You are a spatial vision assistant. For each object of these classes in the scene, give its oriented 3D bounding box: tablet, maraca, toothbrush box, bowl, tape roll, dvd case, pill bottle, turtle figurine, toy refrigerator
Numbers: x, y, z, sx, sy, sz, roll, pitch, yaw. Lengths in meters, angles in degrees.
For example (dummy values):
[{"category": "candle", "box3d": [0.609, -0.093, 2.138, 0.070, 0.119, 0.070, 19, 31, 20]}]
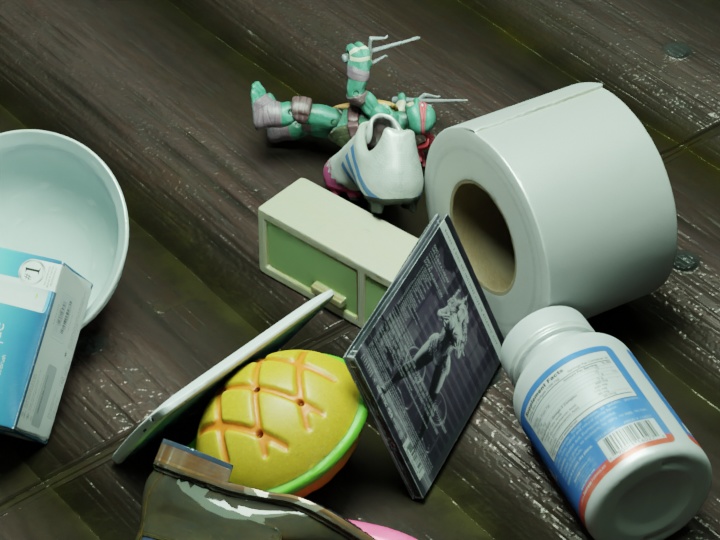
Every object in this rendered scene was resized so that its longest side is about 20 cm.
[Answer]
[{"category": "tablet", "box3d": [-0.114, 0.087, 1.671, 0.200, 0.130, 0.014, -36, 86, -35]}, {"category": "maraca", "box3d": [-0.082, 0.140, 1.619, 0.200, 0.107, 0.137, -37, 40, -11]}, {"category": "toothbrush box", "box3d": [-0.345, 0.049, 1.685, 0.200, 0.085, 0.147, 13, 79, 15]}, {"category": "bowl", "box3d": [-0.289, -0.017, 1.780, 0.201, 0.090, 0.202, -2, 77, 10]}, {"category": "tape roll", "box3d": [0.165, -0.050, 1.771, 0.139, 0.203, 0.203, -21, 45, -22]}, {"category": "dvd case", "box3d": [0.057, 0.069, 1.675, 0.016, 0.149, 0.200, -6, 33, 34]}, {"category": "pill bottle", "box3d": [0.192, 0.121, 1.635, 0.112, 0.112, 0.200, -13, 42, -16]}, {"category": "turtle figurine", "box3d": [0.000, -0.159, 1.961, 0.200, 0.150, 0.101, -4, 64, 9]}, {"category": "toy refrigerator", "box3d": [0.000, 0.000, 1.805, 0.200, 0.076, 0.070, 29, 48, 29]}]

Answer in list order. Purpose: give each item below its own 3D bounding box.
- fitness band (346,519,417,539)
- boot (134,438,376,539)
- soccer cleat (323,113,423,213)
[{"category": "fitness band", "box3d": [-0.023, 0.253, 1.534, 0.200, 0.037, 0.144, 8, 41, 10]}, {"category": "boot", "box3d": [-0.077, 0.210, 1.525, 0.200, 0.075, 0.097, 24, 81, 3]}, {"category": "soccer cleat", "box3d": [0.016, -0.105, 1.870, 0.070, 0.087, 0.200, -1, 9, -17]}]
